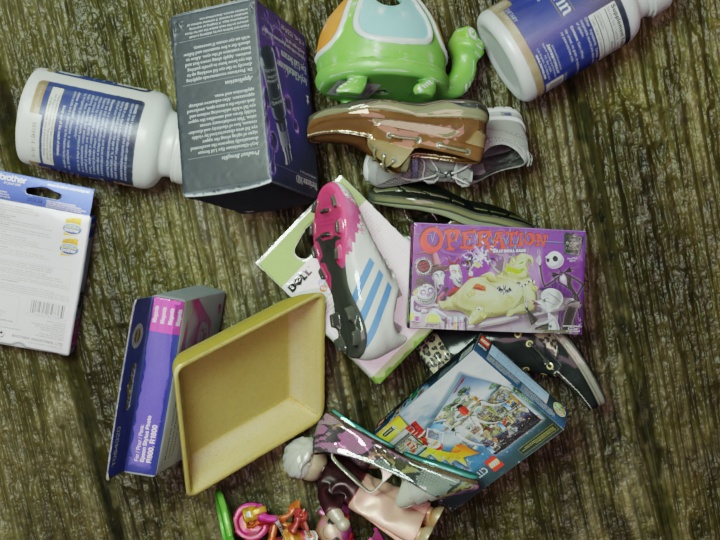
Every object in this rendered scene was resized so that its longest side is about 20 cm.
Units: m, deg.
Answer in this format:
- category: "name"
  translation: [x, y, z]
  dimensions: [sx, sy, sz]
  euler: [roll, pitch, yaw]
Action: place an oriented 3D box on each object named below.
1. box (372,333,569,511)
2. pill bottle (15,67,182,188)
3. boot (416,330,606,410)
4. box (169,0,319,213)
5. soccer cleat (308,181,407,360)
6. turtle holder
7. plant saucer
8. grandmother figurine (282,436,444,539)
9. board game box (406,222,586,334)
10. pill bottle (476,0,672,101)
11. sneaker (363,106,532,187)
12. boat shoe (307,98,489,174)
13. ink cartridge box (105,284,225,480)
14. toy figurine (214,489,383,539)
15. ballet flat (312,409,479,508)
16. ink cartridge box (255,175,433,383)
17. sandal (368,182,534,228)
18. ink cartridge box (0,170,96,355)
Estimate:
- category: "box"
  translation: [0.122, 0.180, 1.250]
  dimensions: [0.137, 0.038, 0.200]
  euler: [41, 125, -6]
- category: "pill bottle"
  translation: [-0.275, -0.155, 1.218]
  dimensions: [0.199, 0.111, 0.111]
  euler: [12, 95, -3]
- category: "boot"
  translation: [0.179, 0.114, 1.283]
  dimensions: [0.154, 0.073, 0.204]
  euler: [-38, 96, 6]
- category: "box"
  translation: [-0.123, -0.172, 1.176]
  dimensions: [0.104, 0.148, 0.201]
  euler: [-8, 85, 18]
- category: "soccer cleat"
  translation: [0.000, 0.000, 1.197]
  dimensions: [0.086, 0.070, 0.201]
  euler: [-5, 82, -36]
- category: "turtle holder"
  translation: [0.042, -0.245, 1.206]
  dimensions: [0.185, 0.141, 0.132]
  euler: [-3, 81, 12]
- category: "plant saucer"
  translation: [-0.130, 0.129, 1.212]
  dimensions: [0.200, 0.048, 0.201]
  euler: [-27, 135, -32]
- category: "grandmother figurine"
  translation: [-0.005, 0.262, 1.279]
  dimensions: [0.200, 0.121, 0.061]
  euler: [30, 122, 9]
- category: "board game box"
  translation: [0.154, 0.010, 1.220]
  dimensions: [0.199, 0.032, 0.121]
  euler: [2, 85, -6]
- category: "pill bottle"
  translation: [0.242, -0.288, 1.221]
  dimensions: [0.200, 0.116, 0.116]
  euler: [-31, 96, 0]
- category: "sneaker"
  translation: [0.101, -0.132, 1.231]
  dimensions: [0.199, 0.082, 0.075]
  euler: [-16, 139, -4]
- category: "boat shoe"
  translation: [0.041, -0.144, 1.176]
  dimensions: [0.199, 0.076, 0.074]
  euler: [-1, 85, 5]
- category: "ink cartridge box"
  translation: [-0.211, 0.122, 1.202]
  dimensions: [0.043, 0.200, 0.197]
  euler: [11, 96, 9]
- category: "toy figurine"
  translation: [-0.064, 0.338, 1.284]
  dimensions: [0.183, 0.150, 0.201]
  euler: [-12, 71, -14]
- category: "ballet flat"
  translation: [0.036, 0.229, 1.243]
  dimensions: [0.199, 0.069, 0.071]
  euler: [23, 84, 10]
- category: "ink cartridge box"
  translation: [0.001, 0.008, 1.262]
  dimensions: [0.200, 0.076, 0.148]
  euler: [44, 93, -3]
- category: "sandal"
  translation: [0.104, -0.058, 1.260]
  dimensions: [0.200, 0.080, 0.058]
  euler: [17, 109, -4]
- category: "ink cartridge box"
  translation: [-0.380, -0.009, 1.264]
  dimensions: [0.119, 0.042, 0.201]
  euler: [11, 98, -3]
